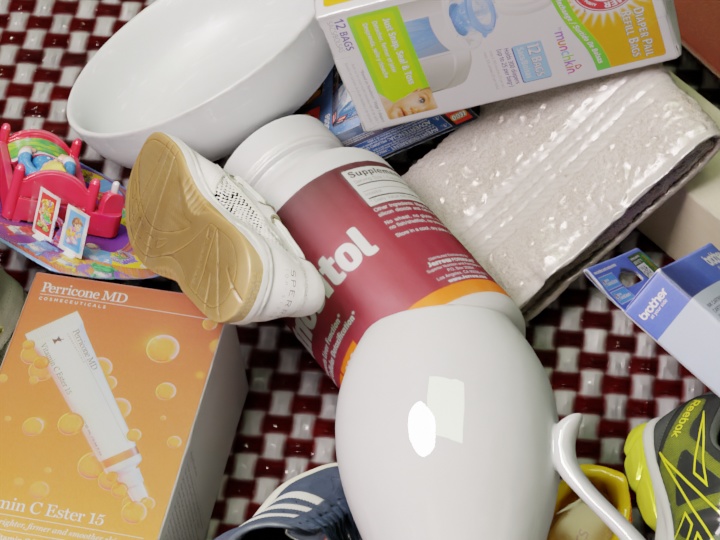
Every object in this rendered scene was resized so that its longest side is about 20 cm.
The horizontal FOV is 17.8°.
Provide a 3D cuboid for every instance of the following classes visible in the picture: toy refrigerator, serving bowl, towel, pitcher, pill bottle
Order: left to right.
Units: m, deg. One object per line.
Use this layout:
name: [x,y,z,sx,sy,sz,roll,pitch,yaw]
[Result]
serving bowl: [-0.089,-0.127,1.494,0.200,0.066,0.200,-25,30,15]
pill bottle: [0.000,0.000,1.393,0.113,0.113,0.200,-30,56,-17]
pitcher: [0.074,0.120,1.222,0.171,0.121,0.201,-11,69,16]
towel: [0.114,-0.062,1.416,0.200,0.034,0.133,-43,57,17]
toy refrigerator: [0.218,-0.050,1.436,0.070,0.076,0.200,-36,58,-20]

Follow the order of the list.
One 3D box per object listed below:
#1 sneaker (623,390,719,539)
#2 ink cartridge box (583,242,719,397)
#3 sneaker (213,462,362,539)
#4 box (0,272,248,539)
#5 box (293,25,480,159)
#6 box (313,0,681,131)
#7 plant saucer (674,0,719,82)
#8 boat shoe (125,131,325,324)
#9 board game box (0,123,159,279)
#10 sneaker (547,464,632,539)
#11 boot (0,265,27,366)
sneaker: [0.206,0.148,1.270,0.074,0.085,0.200,18,40,-39]
ink cartridge box: [0.226,0.047,1.315,0.200,0.042,0.119,40,20,14]
sneaker: [-0.030,0.158,1.258,0.084,0.075,0.200,-17,8,43]
box: [-0.151,0.115,1.330,0.124,0.098,0.201,8,54,10]
box: [0.019,-0.162,1.516,0.137,0.040,0.201,-21,46,32]
box: [0.080,-0.175,1.373,0.199,0.113,0.102,-12,51,11]
plant saucer: [0.282,-0.199,1.565,0.199,0.037,0.200,-32,57,-18]
boat shoe: [-0.080,-0.019,1.346,0.069,0.071,0.200,12,21,-31]
board game box: [-0.191,-0.058,1.442,0.200,0.039,0.158,29,23,23]
sneaker: [0.101,0.195,1.264,0.073,0.077,0.201,10,57,10]
boot: [-0.286,0.049,1.351,0.200,0.155,0.072,-37,63,-14]
